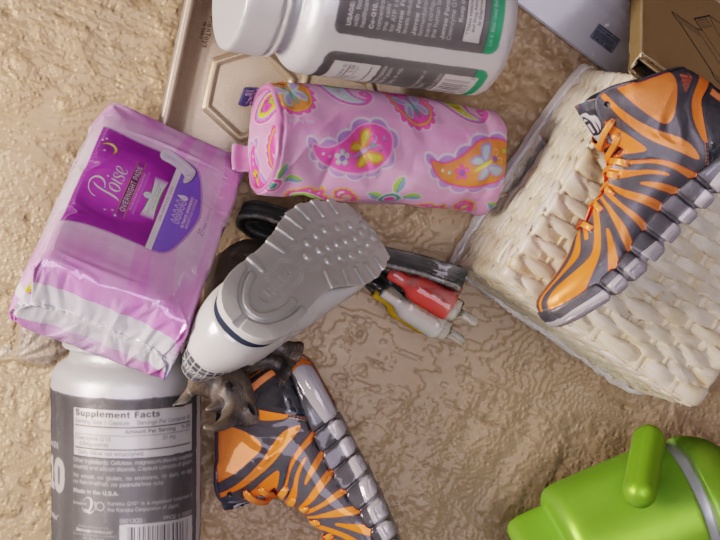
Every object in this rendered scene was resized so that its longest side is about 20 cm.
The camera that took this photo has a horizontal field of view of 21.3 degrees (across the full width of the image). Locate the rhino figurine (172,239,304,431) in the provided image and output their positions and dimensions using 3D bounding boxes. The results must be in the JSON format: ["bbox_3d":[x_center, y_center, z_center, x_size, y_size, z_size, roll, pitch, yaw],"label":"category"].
[{"bbox_3d":[-0.087,0.051,1.409,0.087,0.200,0.060,23,131,-4],"label":"rhino figurine"}]

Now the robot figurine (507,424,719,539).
[{"bbox_3d":[0.220,0.200,1.498,0.200,0.116,0.176,-20,125,-7],"label":"robot figurine"}]

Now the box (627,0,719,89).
[{"bbox_3d":[0.270,-0.151,1.435,0.163,0.200,0.021,33,119,-11],"label":"box"}]

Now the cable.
[{"bbox_3d":[0.000,0.000,1.458,0.200,0.097,0.050,22,72,-11],"label":"cable"}]

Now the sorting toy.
[{"bbox_3d":[-0.043,-0.166,1.466,0.199,0.036,0.186,12,94,-14],"label":"sorting toy"}]

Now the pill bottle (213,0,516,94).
[{"bbox_3d":[0.002,-0.193,1.381,0.199,0.113,0.113,6,95,-20],"label":"pill bottle"}]

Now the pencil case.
[{"bbox_3d":[0.009,-0.089,1.424,0.199,0.087,0.088,3,96,-22],"label":"pencil case"}]

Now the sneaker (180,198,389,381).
[{"bbox_3d":[-0.055,0.013,1.363,0.076,0.200,0.081,48,129,9],"label":"sneaker"}]

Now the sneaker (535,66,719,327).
[{"bbox_3d":[0.173,-0.060,1.328,0.200,0.078,0.112,-45,95,-4],"label":"sneaker"}]

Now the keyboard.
[{"bbox_3d":[0.196,-0.189,1.509,0.200,0.011,0.056,36,95,-10],"label":"keyboard"}]

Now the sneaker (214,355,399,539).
[{"bbox_3d":[-0.046,0.174,1.479,0.112,0.078,0.200,-28,89,0],"label":"sneaker"}]

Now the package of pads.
[{"bbox_3d":[-0.164,-0.022,1.372,0.120,0.200,0.076,24,130,-8],"label":"package of pads"}]

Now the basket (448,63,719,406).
[{"bbox_3d":[0.209,-0.024,1.452,0.200,0.161,0.198,34,90,-12],"label":"basket"}]

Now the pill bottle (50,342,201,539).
[{"bbox_3d":[-0.175,0.122,1.435,0.113,0.113,0.201,0,96,-8],"label":"pill bottle"}]
